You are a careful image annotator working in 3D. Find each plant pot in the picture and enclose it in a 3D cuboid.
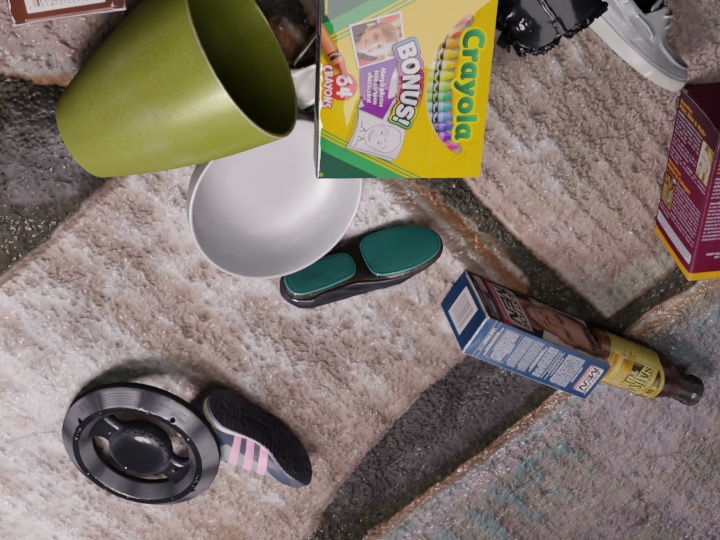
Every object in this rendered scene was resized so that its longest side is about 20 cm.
[{"bbox_3d":[-0.193,-0.175,1.253,0.198,0.189,0.187,-24,129,22],"label":"plant pot"}]

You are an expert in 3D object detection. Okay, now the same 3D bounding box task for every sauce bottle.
[{"bbox_3d":[0.369,0.131,1.677,0.198,0.066,0.066,20,119,-25],"label":"sauce bottle"}]

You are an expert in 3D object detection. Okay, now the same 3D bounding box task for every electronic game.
[{"bbox_3d":[-0.268,0.215,1.561,0.197,0.042,0.202,5,128,6],"label":"electronic game"}]

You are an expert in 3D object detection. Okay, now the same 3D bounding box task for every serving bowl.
[{"bbox_3d":[-0.099,-0.091,1.383,0.198,0.066,0.202,-15,131,-17],"label":"serving bowl"}]

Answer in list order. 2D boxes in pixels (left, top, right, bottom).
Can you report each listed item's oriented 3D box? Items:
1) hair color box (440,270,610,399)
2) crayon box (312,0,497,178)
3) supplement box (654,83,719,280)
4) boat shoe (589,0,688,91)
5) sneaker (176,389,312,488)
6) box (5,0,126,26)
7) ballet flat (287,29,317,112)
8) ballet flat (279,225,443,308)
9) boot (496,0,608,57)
[{"bbox_3d":[0.204,0.080,1.574,0.198,0.100,0.061,22,116,-28],"label":"hair color box"},{"bbox_3d":[0.041,-0.193,1.271,0.170,0.059,0.202,-1,122,-6],"label":"crayon box"},{"bbox_3d":[0.416,-0.104,1.489,0.084,0.111,0.202,-6,127,-11],"label":"supplement box"},{"bbox_3d":[0.297,-0.267,1.363,0.200,0.070,0.071,33,118,-28],"label":"boat shoe"},{"bbox_3d":[-0.146,0.221,1.617,0.082,0.071,0.200,-29,127,29],"label":"sneaker"},{"bbox_3d":[-0.264,-0.294,1.114,0.099,0.201,0.076,-10,130,-7],"label":"box"},{"bbox_3d":[-0.002,-0.243,1.313,0.199,0.070,0.069,-36,126,13],"label":"ballet flat"},{"bbox_3d":[0.000,0.000,1.490,0.198,0.073,0.074,-17,128,-10],"label":"ballet flat"},{"bbox_3d":[0.194,-0.319,1.271,0.197,0.074,0.163,-30,107,16],"label":"boot"}]
